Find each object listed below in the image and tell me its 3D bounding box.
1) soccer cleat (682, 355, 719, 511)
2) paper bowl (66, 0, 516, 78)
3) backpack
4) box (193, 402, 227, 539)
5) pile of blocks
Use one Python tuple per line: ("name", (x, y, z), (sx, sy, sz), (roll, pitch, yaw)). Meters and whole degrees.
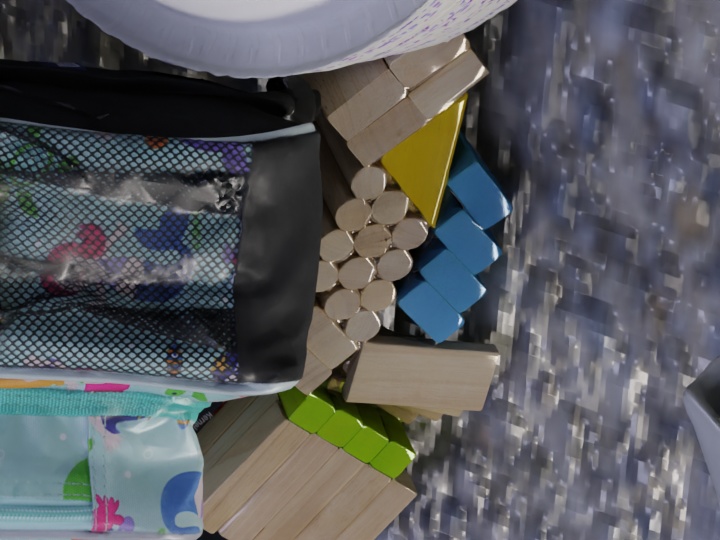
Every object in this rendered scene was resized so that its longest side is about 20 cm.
("soccer cleat", (0.172, 0.040, 0.702), (0.200, 0.069, 0.085), (-19, 106, 45))
("paper bowl", (-0.031, -0.150, 0.698), (0.200, 0.104, 0.201), (10, 108, 33))
("backpack", (-0.128, 0.004, 0.750), (0.177, 0.200, 0.151), (176, 103, -70))
("box", (-0.120, 0.091, 0.913), (0.200, 0.104, 0.148), (46, 131, 7))
("pile of blocks", (0.000, 0.000, 0.819), (0.062, 0.082, 0.200), (-116, 39, -54))
